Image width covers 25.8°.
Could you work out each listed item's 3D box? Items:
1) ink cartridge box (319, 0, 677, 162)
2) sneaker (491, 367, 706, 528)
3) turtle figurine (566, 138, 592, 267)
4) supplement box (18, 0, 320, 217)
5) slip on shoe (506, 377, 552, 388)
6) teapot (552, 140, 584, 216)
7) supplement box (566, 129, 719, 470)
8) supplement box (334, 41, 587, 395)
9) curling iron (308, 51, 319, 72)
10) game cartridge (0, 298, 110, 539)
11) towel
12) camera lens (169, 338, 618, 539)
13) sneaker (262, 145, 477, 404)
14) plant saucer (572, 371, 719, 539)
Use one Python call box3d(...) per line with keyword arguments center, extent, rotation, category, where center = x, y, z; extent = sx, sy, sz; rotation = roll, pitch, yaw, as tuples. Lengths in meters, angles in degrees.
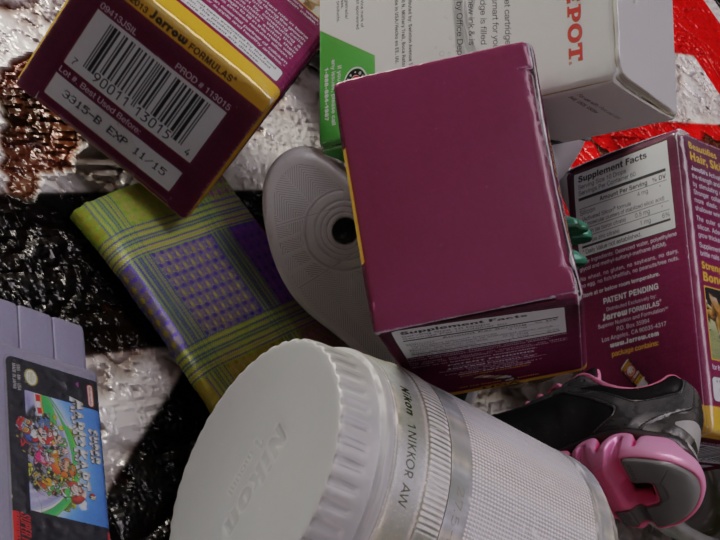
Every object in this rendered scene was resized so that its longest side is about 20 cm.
box3d(center=(0.077, -0.146, 0.905), extent=(0.083, 0.198, 0.149), rotation=(17, 69, -51), category="ink cartridge box")
box3d(center=(0.116, 0.102, 0.939), extent=(0.079, 0.198, 0.096), rotation=(58, 40, -36), category="sneaker")
box3d(center=(0.111, -0.106, 1.005), extent=(0.150, 0.099, 0.203), rotation=(32, 52, -64), category="turtle figurine")
box3d(center=(-0.102, -0.145, 0.973), extent=(0.130, 0.103, 0.200), rotation=(38, 30, -5), category="supplement box")
box3d(center=(0.099, 0.048, 1.036), extent=(0.075, 0.200, 0.061), rotation=(19, 73, 8), category="slip on shoe")
box3d(center=(0.081, -0.097, 1.124), extent=(0.197, 0.198, 0.148), rotation=(1, 58, -2), category="teapot")
box3d(center=(0.222, 0.026, 1.068), extent=(0.130, 0.103, 0.203), rotation=(13, 68, -41), category="supplement box")
box3d(center=(0.059, -0.016, 0.828), extent=(0.200, 0.102, 0.133), rotation=(59, 22, -73), category="supplement box")
box3d(center=(0.030, -0.132, 1.236), extent=(0.198, 0.026, 0.050), rotation=(20, 21, -31), category="curling iron")
box3d(center=(-0.178, 0.094, 0.737), extent=(0.128, 0.038, 0.202), rotation=(18, 43, -34), category="game cartridge")
box3d(center=(-0.075, 0.029, 0.940), extent=(0.201, 0.023, 0.143), rotation=(54, 33, 8), category="towel")
box3d(center=(0.022, 0.141, 0.810), extent=(0.199, 0.160, 0.161), rotation=(29, 37, -29), category="camera lens")
box3d(center=(0.000, 0.000, 0.997), extent=(0.201, 0.073, 0.112), rotation=(57, 7, -18), category="sneaker")
box3d(center=(0.216, 0.127, 1.165), extent=(0.199, 0.050, 0.202), rotation=(31, 36, -26), category="plant saucer")
